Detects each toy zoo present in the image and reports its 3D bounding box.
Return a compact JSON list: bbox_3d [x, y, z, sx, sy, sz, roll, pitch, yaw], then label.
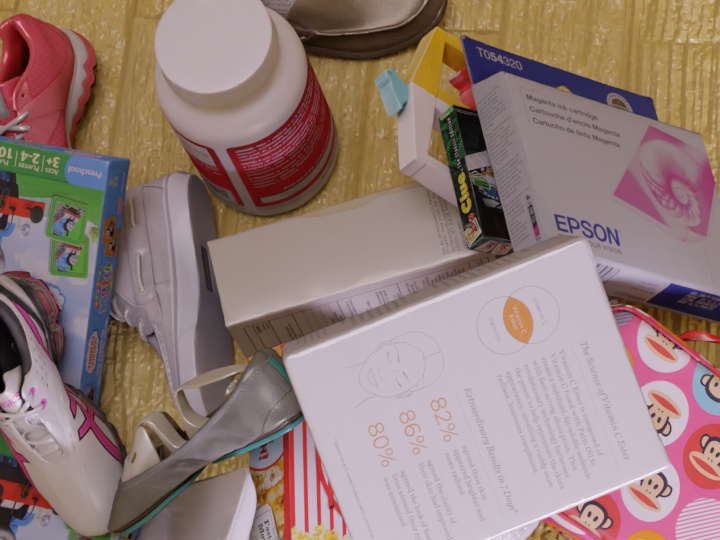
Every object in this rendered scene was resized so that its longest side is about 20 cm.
[{"bbox_3d":[0.094,-0.089,1.532,0.020,0.199,0.132,-36,32,41],"label":"toy zoo"}]

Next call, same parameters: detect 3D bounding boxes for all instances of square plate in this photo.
[{"bbox_3d":[-0.129,0.241,1.469,0.028,0.198,0.201,22,72,-19],"label":"square plate"}]

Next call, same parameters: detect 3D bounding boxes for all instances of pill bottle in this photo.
[{"bbox_3d":[-0.086,-0.125,1.571,0.111,0.200,0.113,-3,69,8],"label":"pill bottle"}]

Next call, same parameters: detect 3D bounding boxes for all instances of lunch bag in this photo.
[{"bbox_3d":[0.201,0.117,1.456,0.200,0.082,0.177,39,80,-10],"label":"lunch bag"}]

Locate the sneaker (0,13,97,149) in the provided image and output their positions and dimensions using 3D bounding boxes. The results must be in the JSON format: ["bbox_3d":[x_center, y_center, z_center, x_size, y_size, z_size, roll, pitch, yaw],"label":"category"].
[{"bbox_3d":[-0.257,-0.104,1.648,0.073,0.087,0.201,-14,63,29],"label":"sneaker"}]

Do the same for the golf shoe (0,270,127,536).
[{"bbox_3d":[-0.230,0.099,1.509,0.072,0.092,0.201,-28,87,20],"label":"golf shoe"}]

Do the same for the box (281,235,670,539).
[{"bbox_3d":[0.069,0.083,1.342,0.199,0.106,0.153,-21,92,-2],"label":"box"}]

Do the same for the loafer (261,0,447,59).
[{"bbox_3d":[-0.032,-0.207,1.664,0.198,0.067,0.077,-5,69,8],"label":"loafer"}]

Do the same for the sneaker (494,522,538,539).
[{"bbox_3d":[0.106,0.094,1.516,0.077,0.082,0.201,28,82,-23],"label":"sneaker"}]

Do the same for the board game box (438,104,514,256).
[{"bbox_3d":[0.144,-0.051,1.520,0.023,0.199,0.105,-39,53,41],"label":"board game box"}]

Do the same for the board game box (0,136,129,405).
[{"bbox_3d":[-0.255,0.006,1.586,0.150,0.037,0.201,11,99,20],"label":"board game box"}]

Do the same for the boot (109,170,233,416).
[{"bbox_3d":[-0.154,0.028,1.606,0.095,0.074,0.201,-15,63,16],"label":"boot"}]

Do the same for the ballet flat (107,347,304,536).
[{"bbox_3d":[-0.114,0.110,1.449,0.200,0.067,0.064,-34,98,33],"label":"ballet flat"}]

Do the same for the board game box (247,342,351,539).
[{"bbox_3d":[-0.007,0.164,1.481,0.046,0.151,0.201,-23,62,43],"label":"board game box"}]

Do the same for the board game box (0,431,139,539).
[{"bbox_3d":[-0.248,0.220,1.558,0.150,0.037,0.201,11,73,18],"label":"board game box"}]

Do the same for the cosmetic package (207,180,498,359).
[{"bbox_3d":[0.000,0.000,1.563,0.199,0.104,0.074,-15,67,3],"label":"cosmetic package"}]

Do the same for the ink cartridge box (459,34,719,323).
[{"bbox_3d":[0.171,-0.071,1.509,0.043,0.195,0.201,-39,51,40],"label":"ink cartridge box"}]
